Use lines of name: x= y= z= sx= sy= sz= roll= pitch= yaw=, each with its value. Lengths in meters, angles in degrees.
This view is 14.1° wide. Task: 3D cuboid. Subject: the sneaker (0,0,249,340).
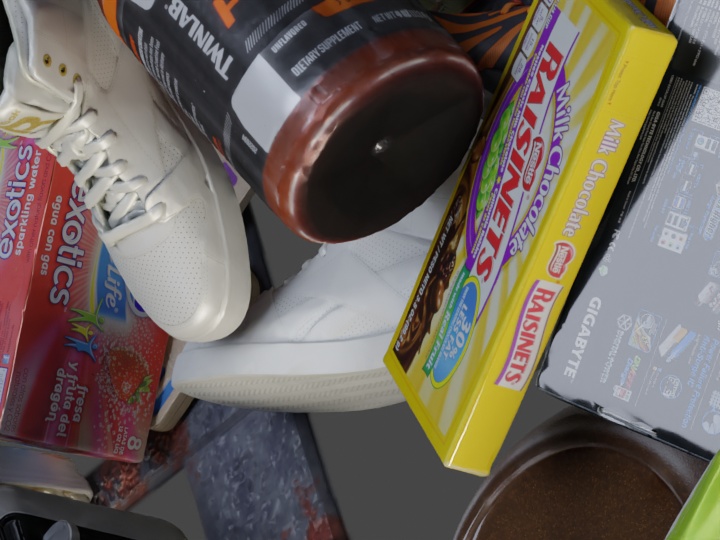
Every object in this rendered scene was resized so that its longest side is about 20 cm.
sneaker: x=-0.127 y=-0.056 z=1.309 sx=0.074 sy=0.116 sz=0.200 roll=-27 pitch=82 yaw=33

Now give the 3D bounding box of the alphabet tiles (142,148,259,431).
alphabet tiles: x=-0.122 y=-0.012 z=1.516 sx=0.196 sy=0.015 sz=0.200 roll=-56 pitch=46 yaw=19

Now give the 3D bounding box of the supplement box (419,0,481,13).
supplement box: x=-0.020 y=-0.147 z=1.380 sx=0.200 sy=0.110 sz=0.086 roll=-37 pitch=54 yaw=33

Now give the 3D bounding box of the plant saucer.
plant saucer: x=0.099 y=0.147 z=1.232 sx=0.200 sy=0.032 sz=0.201 roll=-14 pitch=70 yaw=43

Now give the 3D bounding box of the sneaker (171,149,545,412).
sneaker: x=0.000 y=0.000 z=1.351 sx=0.200 sy=0.074 sz=0.116 roll=-10 pitch=69 yaw=34

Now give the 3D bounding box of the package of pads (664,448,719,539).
package of pads: x=0.159 y=0.171 z=1.092 sx=0.154 sy=0.068 sz=0.200 roll=35 pitch=109 yaw=23

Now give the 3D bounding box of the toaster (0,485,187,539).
toaster: x=-0.147 y=0.219 z=1.296 sx=0.200 sy=0.119 sz=0.181 roll=-55 pitch=32 yaw=20

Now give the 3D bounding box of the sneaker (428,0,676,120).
sneaker: x=0.104 y=-0.105 z=1.276 sx=0.200 sy=0.078 sz=0.112 roll=24 pitch=92 yaw=36

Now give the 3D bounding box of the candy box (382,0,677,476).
candy box: x=0.067 y=-0.026 z=1.200 sx=0.200 sy=0.026 sz=0.102 roll=-68 pitch=25 yaw=18

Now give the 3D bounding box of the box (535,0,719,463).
box: x=0.176 y=-0.016 z=1.150 sx=0.159 sy=0.046 sz=0.200 roll=22 pitch=95 yaw=26

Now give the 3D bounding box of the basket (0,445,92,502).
basket: x=-0.225 y=0.194 z=1.477 sx=0.200 sy=0.135 sz=0.123 roll=-48 pitch=51 yaw=26

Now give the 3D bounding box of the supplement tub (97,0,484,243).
supplement tub: x=-0.044 y=-0.110 z=1.249 sx=0.200 sy=0.107 sz=0.107 roll=48 pitch=113 yaw=30

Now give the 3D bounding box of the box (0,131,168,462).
box: x=-0.155 y=-0.011 z=1.470 sx=0.103 sy=0.095 sz=0.200 roll=4 pitch=81 yaw=47
